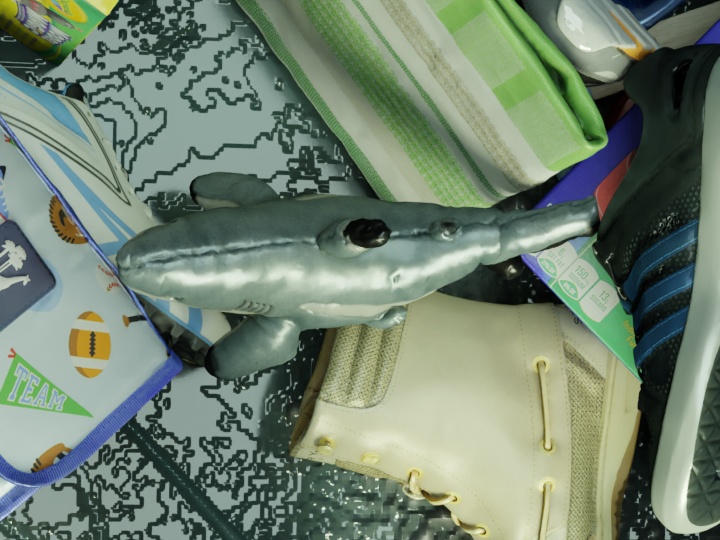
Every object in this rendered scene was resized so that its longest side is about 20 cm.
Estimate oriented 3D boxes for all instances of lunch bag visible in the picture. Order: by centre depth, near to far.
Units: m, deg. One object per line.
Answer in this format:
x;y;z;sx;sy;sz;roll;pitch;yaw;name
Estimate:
-0.199;0.036;1.165;0.200;0.124;0.170;-36;99;0;lunch bag

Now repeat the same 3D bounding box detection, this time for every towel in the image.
0.026;-0.095;1.201;0.031;0.200;0.150;-39;97;-23;towel

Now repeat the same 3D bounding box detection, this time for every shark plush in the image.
0.000;0.000;1.168;0.199;0.083;0.091;5;78;6;shark plush

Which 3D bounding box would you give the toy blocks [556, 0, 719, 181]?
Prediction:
0.155;-0.042;1.292;0.136;0.100;0.201;-19;92;-2;toy blocks

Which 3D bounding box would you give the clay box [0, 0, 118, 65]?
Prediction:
-0.103;-0.155;1.170;0.047;0.200;0.115;35;81;-10;clay box

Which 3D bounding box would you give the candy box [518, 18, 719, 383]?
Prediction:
0.193;-0.022;1.203;0.200;0.077;0.169;-45;78;3;candy box

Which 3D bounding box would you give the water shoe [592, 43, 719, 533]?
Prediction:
0.138;0.007;1.149;0.071;0.079;0.201;7;92;-47;water shoe

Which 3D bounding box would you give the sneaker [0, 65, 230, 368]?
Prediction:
-0.124;-0.035;1.229;0.200;0.072;0.073;46;70;-12;sneaker

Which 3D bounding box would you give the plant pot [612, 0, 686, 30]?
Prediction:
0.132;-0.237;1.224;0.200;0.180;0.200;-40;77;-12;plant pot

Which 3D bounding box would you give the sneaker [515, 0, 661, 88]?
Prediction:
0.071;-0.103;1.216;0.077;0.200;0.078;-42;100;-1;sneaker

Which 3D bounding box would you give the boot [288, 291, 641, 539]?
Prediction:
0.040;0.105;1.261;0.154;0.073;0.201;11;90;-10;boot
